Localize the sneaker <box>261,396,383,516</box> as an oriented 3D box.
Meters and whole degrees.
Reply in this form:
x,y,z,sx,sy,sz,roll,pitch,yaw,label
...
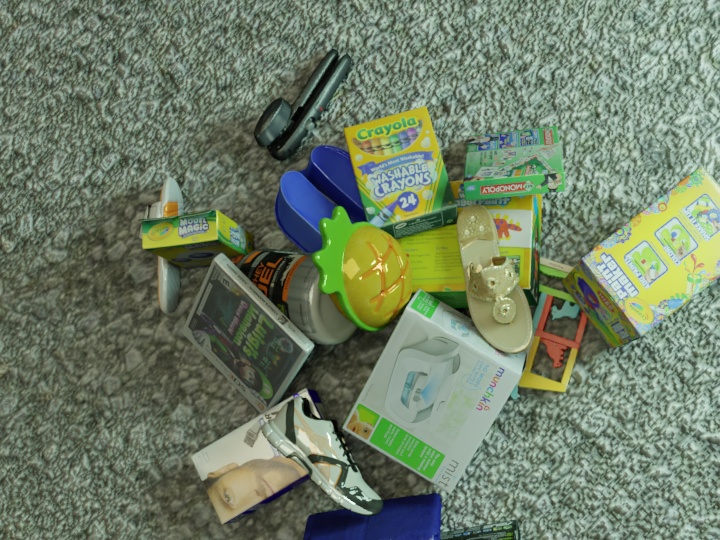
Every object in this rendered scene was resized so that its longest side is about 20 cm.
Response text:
x,y,z,sx,sy,sz,roll,pitch,yaw,label
-0.042,0.251,1.383,0.199,0.074,0.080,40,88,12,sneaker

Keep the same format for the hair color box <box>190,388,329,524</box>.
x,y,z,sx,sy,sz,roll,pitch,yaw,label
-0.130,0.266,1.466,0.198,0.065,0.110,-31,76,6,hair color box

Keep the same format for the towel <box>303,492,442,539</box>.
x,y,z,sx,sy,sz,roll,pitch,yaw,label
0.015,0.362,1.381,0.196,0.148,0.050,-13,101,9,towel

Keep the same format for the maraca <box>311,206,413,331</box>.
x,y,z,sx,sy,sz,roll,pitch,yaw,label
0.000,0.000,1.322,0.105,0.199,0.140,-7,64,33,maraca

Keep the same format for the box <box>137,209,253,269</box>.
x,y,z,sx,sy,sz,roll,pitch,yaw,label
-0.235,-0.045,1.476,0.115,0.200,0.049,-6,77,11,box

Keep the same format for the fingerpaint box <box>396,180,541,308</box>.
x,y,z,sx,sy,sz,roll,pitch,yaw,label
0.150,-0.037,1.432,0.196,0.073,0.170,-3,68,20,fingerpaint box

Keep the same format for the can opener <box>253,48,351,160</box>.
x,y,z,sx,sy,sz,roll,pitch,yaw,label
-0.079,-0.253,1.557,0.063,0.079,0.201,35,79,24,can opener

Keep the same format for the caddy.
x,y,z,sx,sy,sz,roll,pitch,yaw,label
-0.036,-0.083,1.494,0.200,0.105,0.141,42,67,16,caddy

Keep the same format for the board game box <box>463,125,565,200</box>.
x,y,z,sx,sy,sz,roll,pitch,yaw,label
0.212,-0.151,1.414,0.132,0.201,0.030,-4,114,11,board game box

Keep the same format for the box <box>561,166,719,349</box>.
x,y,z,sx,sy,sz,roll,pitch,yaw,label
0.382,-0.008,1.327,0.192,0.200,0.123,-37,81,-3,box

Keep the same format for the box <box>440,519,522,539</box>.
x,y,z,sx,sy,sz,roll,pitch,yaw,label
0.113,0.388,1.322,0.196,0.193,0.048,-12,96,8,box

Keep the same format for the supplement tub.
x,y,z,sx,sy,sz,roll,pitch,yaw,label
-0.100,0.034,1.446,0.198,0.122,0.125,5,79,40,supplement tub

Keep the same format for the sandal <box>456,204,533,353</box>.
x,y,z,sx,sy,sz,roll,pitch,yaw,label
0.163,0.002,1.329,0.076,0.070,0.215,-20,64,13,sandal

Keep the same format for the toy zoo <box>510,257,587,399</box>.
x,y,z,sx,sy,sz,roll,pitch,yaw,label
0.248,0.085,1.443,0.129,0.020,0.203,17,83,14,toy zoo

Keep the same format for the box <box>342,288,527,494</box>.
x,y,z,sx,sy,sz,roll,pitch,yaw,label
0.101,0.161,1.375,0.175,0.097,0.202,31,110,6,box

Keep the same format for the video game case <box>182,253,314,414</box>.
x,y,z,sx,sy,sz,roll,pitch,yaw,label
-0.164,0.096,1.440,0.182,0.201,0.023,43,50,8,video game case

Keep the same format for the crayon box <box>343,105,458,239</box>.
x,y,z,sx,sy,sz,roll,pitch,yaw,label
0.051,-0.147,1.432,0.123,0.052,0.203,-15,62,1,crayon box

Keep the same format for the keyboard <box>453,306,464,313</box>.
x,y,z,sx,sy,sz,roll,pitch,yaw,label
0.148,0.019,1.474,0.103,0.040,0.202,23,79,28,keyboard

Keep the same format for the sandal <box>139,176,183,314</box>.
x,y,z,sx,sy,sz,roll,pitch,yaw,label
-0.309,-0.040,1.553,0.058,0.079,0.211,0,81,9,sandal
